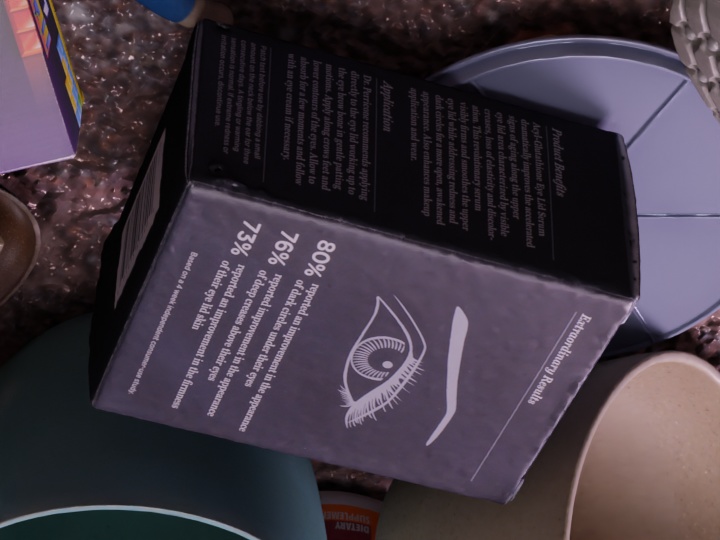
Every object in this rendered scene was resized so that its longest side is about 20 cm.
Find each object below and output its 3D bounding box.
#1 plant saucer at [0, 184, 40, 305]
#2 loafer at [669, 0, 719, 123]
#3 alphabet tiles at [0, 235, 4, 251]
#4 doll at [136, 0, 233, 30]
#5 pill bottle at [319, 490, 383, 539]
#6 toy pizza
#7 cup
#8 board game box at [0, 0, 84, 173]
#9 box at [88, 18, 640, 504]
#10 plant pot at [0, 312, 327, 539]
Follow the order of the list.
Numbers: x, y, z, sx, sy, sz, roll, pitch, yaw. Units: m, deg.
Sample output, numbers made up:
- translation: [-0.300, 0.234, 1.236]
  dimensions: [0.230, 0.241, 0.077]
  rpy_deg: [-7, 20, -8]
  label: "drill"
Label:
- translation: [-0.243, -0.002, 1.132]
  dimensions: [0.200, 0.032, 0.200]
  rpy_deg: [-18, 157, -8]
  label: "plant saucer"
- translation: [0.161, -0.131, 1.031]
  dimensions: [0.070, 0.070, 0.200]
  rpy_deg: [-36, 132, -19]
  label: "loafer"
- translation: [-0.274, 0.039, 1.151]
  dimensions: [0.200, 0.008, 0.167]
  rpy_deg: [-8, 155, -27]
  label: "alphabet tiles"
- translation: [-0.063, -0.145, 1.030]
  dimensions: [0.200, 0.049, 0.137]
  rpy_deg: [-3, 144, 2]
  label: "doll"
- translation: [-0.017, 0.219, 1.277]
  dimensions: [0.109, 0.200, 0.110]
  rpy_deg: [0, 135, 0]
  label: "pill bottle"
- translation: [0.093, -0.035, 1.154]
  dimensions: [0.200, 0.032, 0.200]
  rpy_deg: [0, 135, 0]
  label: "toy pizza"
- translation: [0.092, 0.139, 1.233]
  dimensions: [0.143, 0.200, 0.200]
  rpy_deg: [-2, 140, 36]
  label: "cup"
- translation: [-0.222, -0.103, 0.952]
  dimensions: [0.200, 0.057, 0.166]
  rpy_deg: [-13, 118, 4]
  label: "board game box"
- translation: [0.000, 0.000, 1.091]
  dimensions: [0.200, 0.104, 0.148]
  rpy_deg: [15, 134, -15]
  label: "box"
- translation: [-0.109, 0.116, 1.205]
  dimensions: [0.200, 0.161, 0.201]
  rpy_deg: [0, 134, 0]
  label: "plant pot"
